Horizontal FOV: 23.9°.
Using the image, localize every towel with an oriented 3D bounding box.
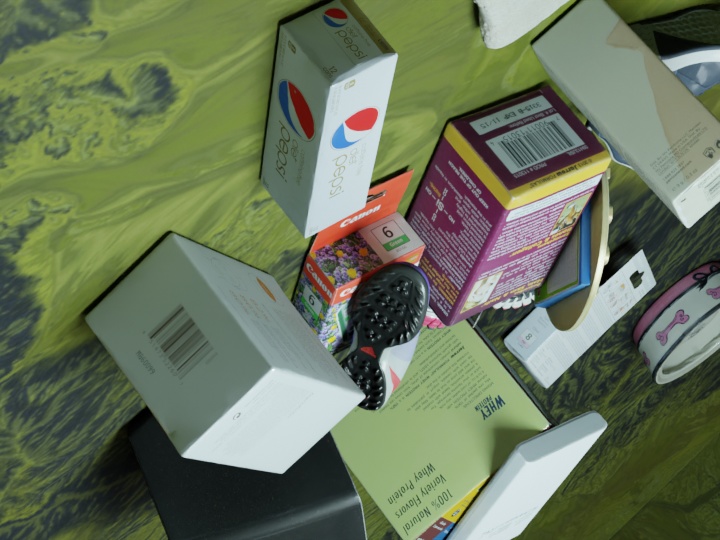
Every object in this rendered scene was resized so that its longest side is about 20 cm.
[{"bbox_3d":[0.170,-0.270,1.364,0.200,0.035,0.133,-37,156,-3],"label":"towel"}]

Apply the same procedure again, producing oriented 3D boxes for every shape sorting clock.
[{"bbox_3d":[0.211,-0.040,1.678,0.039,0.201,0.200,5,142,-15],"label":"shape sorting clock"}]

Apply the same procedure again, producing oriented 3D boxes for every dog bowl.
[{"bbox_3d":[0.476,0.070,2.433,0.200,0.074,0.200,-33,158,-16],"label":"dog bowl"}]

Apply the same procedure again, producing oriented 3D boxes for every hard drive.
[{"bbox_3d":[0.168,0.234,1.795,0.131,0.026,0.200,-18,149,-41],"label":"hard drive"}]

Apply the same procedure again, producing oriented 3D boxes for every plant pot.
[{"bbox_3d":[-0.113,0.197,1.630,0.177,0.201,0.200,-21,155,-8],"label":"plant pot"}]

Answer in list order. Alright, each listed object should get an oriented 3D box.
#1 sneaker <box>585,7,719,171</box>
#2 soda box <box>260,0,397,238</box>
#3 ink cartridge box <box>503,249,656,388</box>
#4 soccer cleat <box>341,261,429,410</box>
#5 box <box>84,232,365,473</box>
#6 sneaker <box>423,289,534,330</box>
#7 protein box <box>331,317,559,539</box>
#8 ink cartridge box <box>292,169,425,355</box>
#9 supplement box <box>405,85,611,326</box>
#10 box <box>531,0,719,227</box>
[{"bbox_3d":[0.309,-0.177,1.678,0.201,0.077,0.147,-11,135,-32],"label":"sneaker"},{"bbox_3d":[-0.027,-0.115,1.305,0.063,0.068,0.200,-29,156,-23],"label":"soda box"},{"bbox_3d":[0.277,0.052,2.138,0.200,0.057,0.163,-48,158,-1],"label":"ink cartridge box"},{"bbox_3d":[0.029,0.049,1.598,0.073,0.068,0.201,-52,166,-40],"label":"soccer cleat"},{"bbox_3d":[-0.110,0.075,1.427,0.106,0.152,0.200,-43,157,8],"label":"box"},{"bbox_3d":[0.133,0.000,1.758,0.199,0.081,0.075,-22,151,-35],"label":"sneaker"},{"bbox_3d":[0.083,0.164,1.832,0.198,0.200,0.135,-41,158,5],"label":"protein box"},{"bbox_3d":[0.000,0.000,1.589,0.109,0.050,0.200,-26,155,-29],"label":"ink cartridge box"},{"bbox_3d":[0.130,-0.059,1.608,0.130,0.103,0.200,-23,152,-33],"label":"supplement box"},{"bbox_3d":[0.248,-0.143,1.504,0.078,0.200,0.095,-41,158,6],"label":"box"}]
